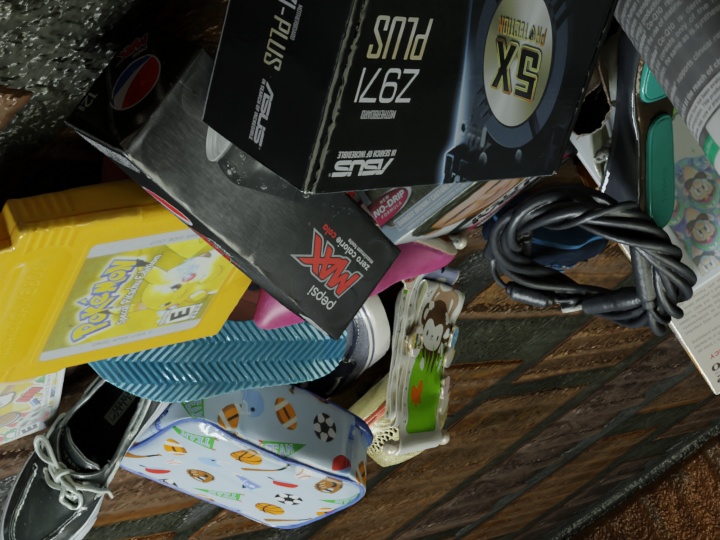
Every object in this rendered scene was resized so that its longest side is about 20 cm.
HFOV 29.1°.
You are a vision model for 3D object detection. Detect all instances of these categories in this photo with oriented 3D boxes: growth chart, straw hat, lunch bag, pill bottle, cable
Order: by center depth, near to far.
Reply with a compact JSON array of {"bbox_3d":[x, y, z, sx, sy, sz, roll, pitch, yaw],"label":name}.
[{"bbox_3d":[0.200,-0.159,0.776,0.112,0.202,0.113,-25,160,-10],"label":"pill bottle"},{"bbox_3d":[0.174,-0.002,1.052,0.051,0.162,0.200,-62,176,-20],"label":"cable"},{"bbox_3d":[-0.101,0.144,1.144,0.199,0.076,0.160,29,143,-28],"label":"lunch bag"},{"bbox_3d":[0.057,0.062,1.179,0.018,0.203,0.144,10,-169,26],"label":"growth chart"},{"bbox_3d":[0.033,0.127,1.272,0.201,0.085,0.201,-42,-176,3],"label":"straw hat"}]

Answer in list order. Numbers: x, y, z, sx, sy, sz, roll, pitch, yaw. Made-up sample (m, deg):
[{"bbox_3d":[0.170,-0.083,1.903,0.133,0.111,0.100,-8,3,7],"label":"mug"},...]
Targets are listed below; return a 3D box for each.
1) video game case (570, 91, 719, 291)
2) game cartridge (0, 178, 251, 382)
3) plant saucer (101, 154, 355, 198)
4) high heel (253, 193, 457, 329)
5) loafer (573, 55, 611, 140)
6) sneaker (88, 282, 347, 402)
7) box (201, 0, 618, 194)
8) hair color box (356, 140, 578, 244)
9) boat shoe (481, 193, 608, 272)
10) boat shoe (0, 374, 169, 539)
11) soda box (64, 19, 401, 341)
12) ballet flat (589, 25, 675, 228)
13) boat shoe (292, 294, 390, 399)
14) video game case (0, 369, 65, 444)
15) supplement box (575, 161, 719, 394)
[{"bbox_3d":[0.274,-0.105,1.052,0.199,0.183,0.024,-35,-171,14],"label":"video game case"},{"bbox_3d":[-0.146,0.005,0.837,0.198,0.033,0.177,-15,155,-36],"label":"game cartridge"},{"bbox_3d":[-0.073,-0.051,0.900,0.197,0.037,0.201,-20,158,-24],"label":"plant saucer"},{"bbox_3d":[0.000,0.000,0.953,0.096,0.067,0.200,-51,165,16],"label":"high heel"},{"bbox_3d":[0.129,-0.139,0.914,0.073,0.072,0.199,-36,159,18],"label":"loafer"},{"bbox_3d":[-0.113,0.047,1.010,0.197,0.081,0.078,2,103,-26],"label":"sneaker"},{"bbox_3d":[0.036,-0.134,0.691,0.198,0.086,0.166,-7,122,-45],"label":"box"},{"bbox_3d":[0.075,-0.074,0.949,0.099,0.061,0.200,-38,171,20],"label":"hair color box"},{"bbox_3d":[0.164,-0.018,1.221,0.199,0.084,0.069,4,131,-52],"label":"boat shoe"},{"bbox_3d":[-0.211,0.143,1.042,0.200,0.074,0.068,-48,174,5],"label":"boat shoe"},{"bbox_3d":[-0.063,-0.045,0.758,0.071,0.063,0.200,-53,135,-7],"label":"soda box"},{"bbox_3d":[0.199,-0.126,1.008,0.072,0.073,0.203,-15,119,-33],"label":"ballet flat"},{"bbox_3d":[-0.038,0.074,1.175,0.092,0.075,0.201,-29,162,-22],"label":"boat shoe"},{"bbox_3d":[-0.289,0.088,0.952,0.180,0.023,0.201,-19,157,-26],"label":"video game case"},{"bbox_3d":[0.264,-0.012,1.157,0.073,0.201,0.126,-33,-171,11],"label":"supplement box"}]
